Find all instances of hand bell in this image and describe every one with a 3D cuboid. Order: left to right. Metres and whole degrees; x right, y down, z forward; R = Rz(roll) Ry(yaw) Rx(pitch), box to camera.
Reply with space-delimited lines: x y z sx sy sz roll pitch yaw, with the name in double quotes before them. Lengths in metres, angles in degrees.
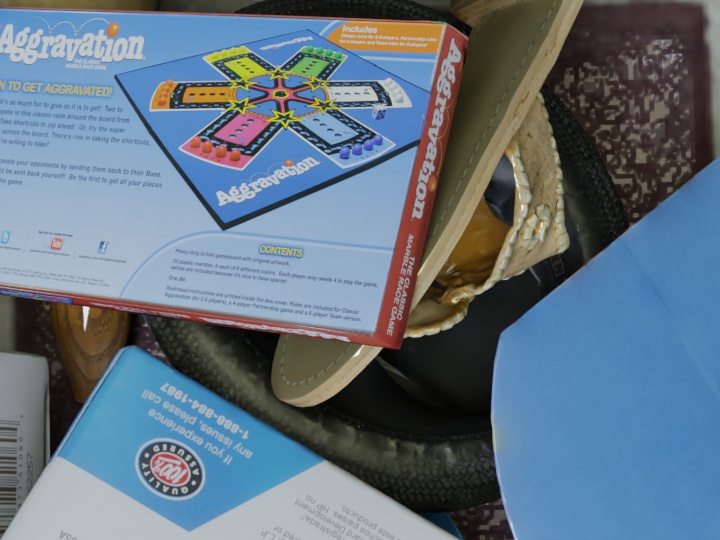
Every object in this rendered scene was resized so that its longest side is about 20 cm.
"hand bell" -0.106 -0.048 0.829 0.104 0.104 0.200 0 100 4

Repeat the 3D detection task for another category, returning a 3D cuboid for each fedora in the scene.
"fedora" 0.000 0.000 0.790 0.200 0.092 0.201 5 70 -13

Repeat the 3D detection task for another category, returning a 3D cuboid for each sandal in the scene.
"sandal" 0.049 -0.034 0.724 0.070 0.078 0.212 33 74 -27

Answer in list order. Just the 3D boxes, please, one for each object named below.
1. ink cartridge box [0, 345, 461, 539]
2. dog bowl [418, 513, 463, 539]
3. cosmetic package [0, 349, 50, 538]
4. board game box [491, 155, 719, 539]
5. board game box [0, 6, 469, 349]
"ink cartridge box" -0.068 0.150 0.683 0.144 0.085 0.200 31 69 -1
"dog bowl" -0.043 0.158 0.780 0.112 0.050 0.200 49 65 -18
"cosmetic package" -0.218 0.082 0.793 0.200 0.074 0.102 -3 82 24
"board game box" 0.122 0.058 0.755 0.200 0.039 0.158 -37 97 -29
"board game box" -0.063 -0.036 0.715 0.200 0.019 0.103 7 80 34
